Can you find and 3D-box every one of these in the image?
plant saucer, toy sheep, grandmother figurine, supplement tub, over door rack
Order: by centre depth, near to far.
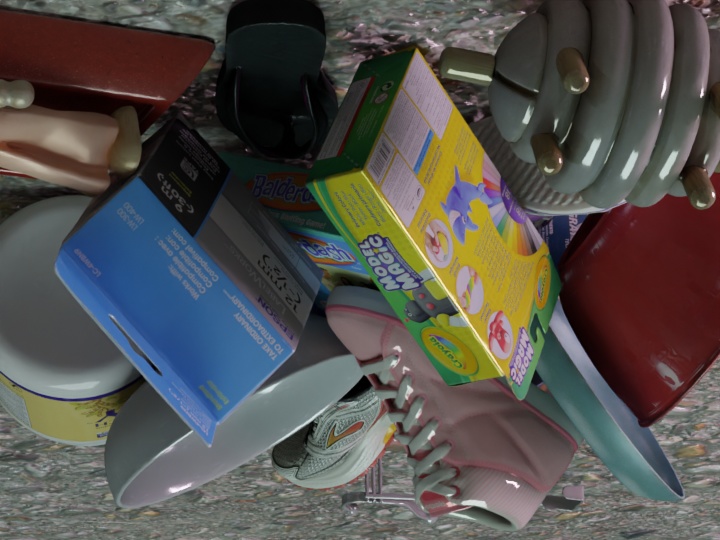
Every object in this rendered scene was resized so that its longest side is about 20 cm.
[{"bbox_3d":[0.142,-0.097,1.415,0.200,0.138,0.138,16,159,-11],"label":"toy sheep"},{"bbox_3d":[-0.225,-0.083,1.434,0.200,0.061,0.121,7,152,-33],"label":"grandmother figurine"},{"bbox_3d":[-0.213,-0.101,1.527,0.200,0.037,0.200,7,160,-23],"label":"plant saucer"},{"bbox_3d":[0.148,0.076,1.683,0.027,0.200,0.200,-35,155,8],"label":"plant saucer"},{"bbox_3d":[-0.199,0.042,1.795,0.145,0.146,0.200,0,162,-3],"label":"supplement tub"},{"bbox_3d":[0.084,0.131,2.086,0.199,0.148,0.067,-1,160,1],"label":"over door rack"}]

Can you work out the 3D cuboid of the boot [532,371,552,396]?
[{"bbox_3d":[0.141,0.071,1.894,0.200,0.075,0.097,-27,150,-43],"label":"boot"}]

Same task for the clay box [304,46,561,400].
[{"bbox_3d":[0.050,-0.021,1.522,0.048,0.115,0.200,-12,127,33],"label":"clay box"}]

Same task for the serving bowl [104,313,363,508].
[{"bbox_3d":[-0.095,0.085,1.731,0.200,0.066,0.200,-30,166,-8],"label":"serving bowl"}]

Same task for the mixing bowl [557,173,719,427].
[{"bbox_3d":[0.199,-0.008,1.648,0.108,0.200,0.200,35,157,-2],"label":"mixing bowl"}]

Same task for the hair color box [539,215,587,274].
[{"bbox_3d":[0.118,-0.006,1.806,0.199,0.061,0.100,2,162,-13],"label":"hair color box"}]

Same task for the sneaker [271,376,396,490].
[{"bbox_3d":[-0.009,0.092,1.856,0.082,0.078,0.200,25,135,-25],"label":"sneaker"}]

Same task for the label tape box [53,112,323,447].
[{"bbox_3d":[-0.100,0.002,1.518,0.066,0.143,0.200,-38,-169,16],"label":"label tape box"}]

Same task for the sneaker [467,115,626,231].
[{"bbox_3d":[0.119,-0.061,1.630,0.200,0.073,0.114,-1,167,37],"label":"sneaker"}]

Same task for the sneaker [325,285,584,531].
[{"bbox_3d":[0.047,0.097,1.649,0.200,0.105,0.075,35,161,-15],"label":"sneaker"}]

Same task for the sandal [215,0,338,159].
[{"bbox_3d":[-0.053,-0.102,1.511,0.075,0.048,0.200,-2,162,2],"label":"sandal"}]

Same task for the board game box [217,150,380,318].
[{"bbox_3d":[0.000,0.000,1.686,0.152,0.045,0.200,14,159,34],"label":"board game box"}]
